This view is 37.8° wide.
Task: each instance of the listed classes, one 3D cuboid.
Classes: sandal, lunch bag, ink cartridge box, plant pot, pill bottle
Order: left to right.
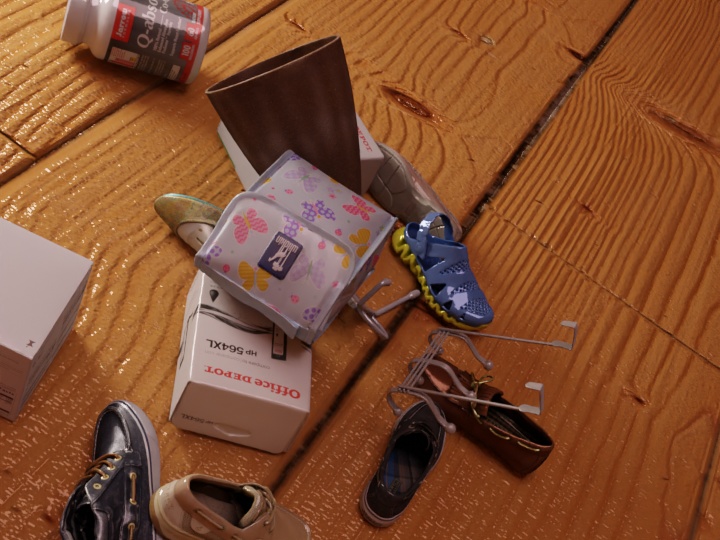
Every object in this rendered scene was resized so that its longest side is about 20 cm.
[{"bbox_3d":[-0.326,-0.352,1.528,0.198,0.116,0.117,13,44,-20],"label":"pill bottle"},{"bbox_3d":[-0.134,0.095,1.226,0.144,0.085,0.201,17,41,-17],"label":"ink cartridge box"},{"bbox_3d":[-0.074,-0.024,1.226,0.169,0.128,0.200,33,45,8],"label":"lunch bag"},{"bbox_3d":[-0.087,-0.182,1.529,0.198,0.084,0.147,-7,54,-35],"label":"ink cartridge box"},{"bbox_3d":[-0.075,-0.173,1.358,0.187,0.185,0.202,-42,115,-48],"label":"plant pot"},{"bbox_3d":[0.122,-0.004,1.479,0.079,0.087,0.201,-12,58,-47],"label":"sandal"}]

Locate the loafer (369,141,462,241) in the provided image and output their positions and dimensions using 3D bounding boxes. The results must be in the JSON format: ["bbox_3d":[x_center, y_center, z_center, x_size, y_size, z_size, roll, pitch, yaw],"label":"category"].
[{"bbox_3d":[0.076,-0.112,1.583,0.200,0.072,0.063,50,27,11],"label":"loafer"}]

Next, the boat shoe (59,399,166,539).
[{"bbox_3d":[-0.247,0.208,1.034,0.091,0.071,0.202,30,33,-48],"label":"boat shoe"}]

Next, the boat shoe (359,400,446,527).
[{"bbox_3d":[0.060,0.213,1.241,0.070,0.067,0.200,36,41,6],"label":"boat shoe"}]

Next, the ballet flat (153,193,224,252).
[{"bbox_3d":[-0.174,-0.040,1.355,0.198,0.071,0.071,19,42,-14],"label":"ballet flat"}]

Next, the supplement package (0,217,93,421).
[{"bbox_3d":[-0.410,0.031,1.103,0.198,0.111,0.157,26,41,-7],"label":"supplement package"}]

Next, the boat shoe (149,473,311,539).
[{"bbox_3d":[-0.116,0.250,1.063,0.199,0.065,0.073,29,37,-38],"label":"boat shoe"}]

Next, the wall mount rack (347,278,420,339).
[{"bbox_3d":[0.000,0.000,1.415,0.200,0.074,0.174,50,5,16],"label":"wall mount rack"}]

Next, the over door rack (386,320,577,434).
[{"bbox_3d":[0.148,0.126,1.244,0.148,0.198,0.067,-49,127,-50],"label":"over door rack"}]

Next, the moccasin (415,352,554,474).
[{"bbox_3d":[0.155,0.172,1.329,0.201,0.078,0.073,42,45,15],"label":"moccasin"}]
